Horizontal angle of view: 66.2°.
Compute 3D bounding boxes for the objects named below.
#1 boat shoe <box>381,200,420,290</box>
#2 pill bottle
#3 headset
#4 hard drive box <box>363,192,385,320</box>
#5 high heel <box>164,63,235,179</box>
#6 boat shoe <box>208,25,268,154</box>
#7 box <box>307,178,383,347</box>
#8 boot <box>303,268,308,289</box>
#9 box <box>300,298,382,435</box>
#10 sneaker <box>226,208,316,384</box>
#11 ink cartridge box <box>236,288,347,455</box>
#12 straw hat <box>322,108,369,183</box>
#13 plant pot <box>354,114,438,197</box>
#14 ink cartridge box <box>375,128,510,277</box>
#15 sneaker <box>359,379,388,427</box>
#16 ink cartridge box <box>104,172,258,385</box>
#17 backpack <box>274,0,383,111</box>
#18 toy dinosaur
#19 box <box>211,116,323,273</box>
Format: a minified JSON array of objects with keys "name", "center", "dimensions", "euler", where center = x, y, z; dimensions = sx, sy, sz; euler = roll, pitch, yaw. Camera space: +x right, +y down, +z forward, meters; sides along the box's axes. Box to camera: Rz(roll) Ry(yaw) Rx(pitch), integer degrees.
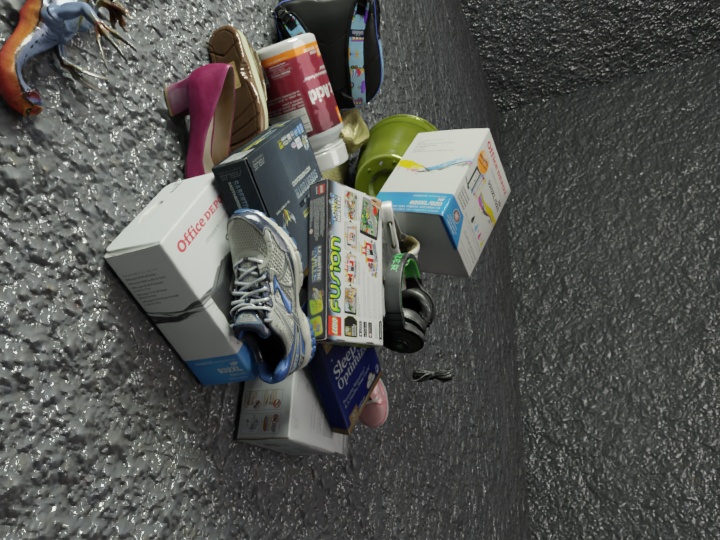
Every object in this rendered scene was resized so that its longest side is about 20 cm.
[{"name":"boat shoe","center":[0.060,-0.024,0.852],"dimensions":[0.071,0.069,0.201],"euler":[-92,158,-44]},{"name":"pill bottle","center":[-0.094,-0.261,0.888],"dimensions":[0.202,0.113,0.114],"euler":[70,26,-21]},{"name":"headset","center":[0.082,0.074,0.795],"dimensions":[0.124,0.093,0.203],"euler":[-53,138,-59]},{"name":"hard drive box","center":[0.000,0.000,0.886],"dimensions":[0.201,0.076,0.157],"euler":[-83,152,-51]},{"name":"high heel","center":[-0.172,-0.151,0.697],"dimensions":[0.067,0.095,0.203],"euler":[-32,111,-64]},{"name":"boat shoe","center":[-0.159,-0.242,0.792],"dimensions":[0.075,0.074,0.205],"euler":[3,78,-71]},{"name":"box","center":[-0.018,-0.006,0.715],"dimensions":[0.109,0.034,0.203],"euler":[14,71,-46]},{"name":"boot","center":[-0.102,-0.080,0.877],"dimensions":[0.145,0.070,0.202],"euler":[-84,156,-43]},{"name":"box","center":[-0.026,0.111,0.760],"dimensions":[0.121,0.032,0.202],"euler":[-54,136,-45]},{"name":"sneaker","center":[-0.104,0.033,0.605],"dimensions":[0.085,0.076,0.202],"euler":[-45,123,-57]},{"name":"ink cartridge box","center":[-0.084,0.156,0.797],"dimensions":[0.176,0.083,0.203],"euler":[46,41,-55]},{"name":"straw hat","center":[-0.030,-0.268,1.067],"dimensions":[0.201,0.084,0.204],"euler":[-9,90,-66]},{"name":"plant pot","center":[0.072,-0.191,1.102],"dimensions":[0.193,0.198,0.203],"euler":[-62,137,-62]},{"name":"ink cartridge box","center":[0.139,-0.117,0.929],"dimensions":[0.201,0.143,0.148],"euler":[-58,136,-27]},{"name":"sneaker","center":[-0.015,0.181,0.947],"dimensions":[0.104,0.075,0.203],"euler":[-10,83,-70]},{"name":"ink cartridge box","center":[-0.175,0.011,0.647],"dimensions":[0.201,0.083,0.146],"euler":[64,29,-32]},{"name":"backpack","center":[-0.047,-0.394,0.975],"dimensions":[0.135,0.180,0.202],"euler":[-96,175,-51]},{"name":"toy dinosaur","center":[-0.296,-0.234,0.528],"dimensions":[0.199,0.105,0.182],"euler":[38,48,-2]},{"name":"box","center":[-0.099,-0.093,0.709],"dimensions":[0.200,0.050,0.159],"euler":[-63,139,-59]}]
